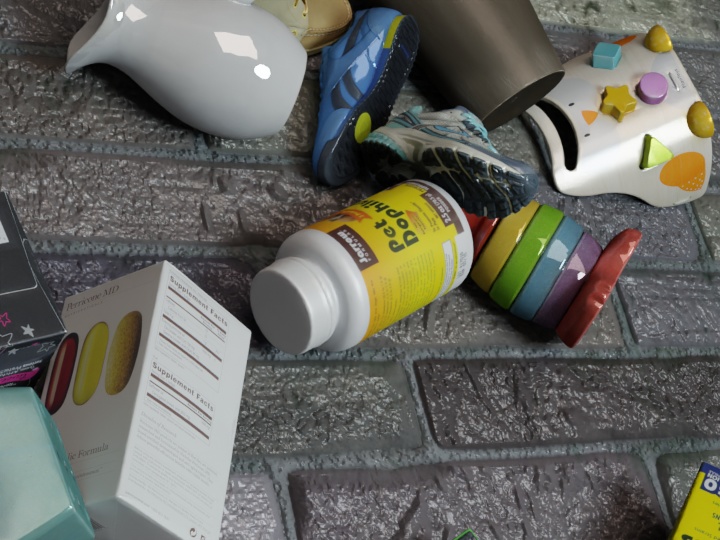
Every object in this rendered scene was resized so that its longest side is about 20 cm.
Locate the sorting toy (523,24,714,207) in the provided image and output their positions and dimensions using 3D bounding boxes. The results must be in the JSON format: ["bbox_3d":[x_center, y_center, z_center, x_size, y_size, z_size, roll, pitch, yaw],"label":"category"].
[{"bbox_3d":[0.260,-0.158,1.658,0.178,0.107,0.202,-19,70,-18],"label":"sorting toy"}]

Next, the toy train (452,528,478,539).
[{"bbox_3d":[0.127,0.302,1.288,0.042,0.056,0.201,-28,77,-40],"label":"toy train"}]

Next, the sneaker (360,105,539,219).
[{"bbox_3d":[0.090,-0.112,1.424,0.086,0.199,0.078,-46,132,-23],"label":"sneaker"}]

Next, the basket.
[{"bbox_3d":[0.107,-0.251,1.589,0.179,0.136,0.201,-24,78,-38],"label":"basket"}]

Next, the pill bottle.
[{"bbox_3d":[0.000,0.000,1.371,0.199,0.109,0.110,-28,77,-40],"label":"pill bottle"}]

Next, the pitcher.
[{"bbox_3d":[-0.142,-0.216,1.389,0.198,0.173,0.122,21,24,-16],"label":"pitcher"}]

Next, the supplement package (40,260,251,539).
[{"bbox_3d":[-0.168,0.115,1.173,0.109,0.113,0.202,42,41,-39],"label":"supplement package"}]

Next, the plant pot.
[{"bbox_3d":[-0.285,0.163,1.021,0.198,0.142,0.143,-22,71,-9],"label":"plant pot"}]

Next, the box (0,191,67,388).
[{"bbox_3d":[-0.340,0.038,1.140,0.198,0.115,0.133,-13,67,-37],"label":"box"}]

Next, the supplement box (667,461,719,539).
[{"bbox_3d":[0.302,0.286,1.348,0.108,0.110,0.201,23,47,12],"label":"supplement box"}]

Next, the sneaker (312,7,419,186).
[{"bbox_3d":[-0.012,-0.168,1.509,0.078,0.066,0.202,12,64,25],"label":"sneaker"}]

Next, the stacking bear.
[{"bbox_3d":[0.144,-0.025,1.477,0.199,0.114,0.122,32,49,6],"label":"stacking bear"}]

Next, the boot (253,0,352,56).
[{"bbox_3d":[-0.066,-0.277,1.480,0.198,0.156,0.073,-2,60,-35],"label":"boot"}]
